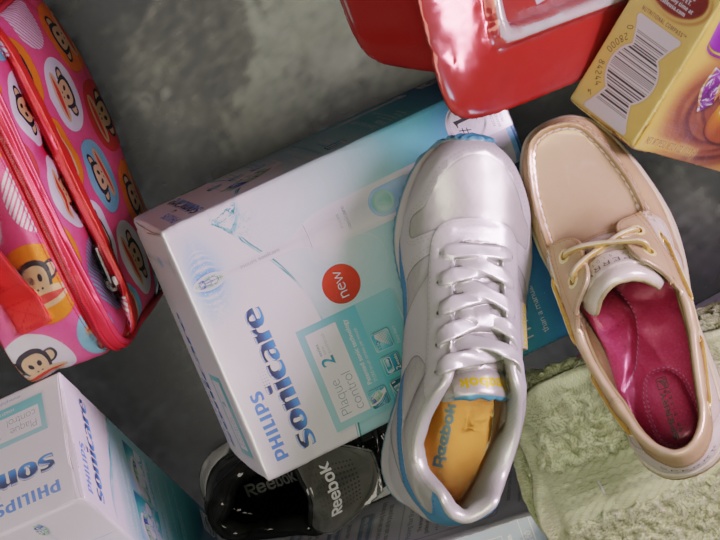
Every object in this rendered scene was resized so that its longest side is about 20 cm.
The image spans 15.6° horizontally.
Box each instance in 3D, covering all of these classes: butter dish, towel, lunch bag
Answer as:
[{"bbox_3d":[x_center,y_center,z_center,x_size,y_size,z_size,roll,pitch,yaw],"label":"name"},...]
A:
[{"bbox_3d":[0.042,-0.187,1.375,0.147,0.200,0.200,-5,103,39],"label":"butter dish"},{"bbox_3d":[0.182,0.094,1.394,0.199,0.036,0.149,-20,102,6],"label":"towel"},{"bbox_3d":[-0.184,-0.045,1.415,0.082,0.176,0.201,-22,103,14],"label":"lunch bag"}]

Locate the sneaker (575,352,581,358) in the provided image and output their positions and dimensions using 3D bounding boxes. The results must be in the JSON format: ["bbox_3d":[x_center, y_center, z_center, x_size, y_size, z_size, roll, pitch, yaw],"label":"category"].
[{"bbox_3d":[0.152,0.135,1.469,0.081,0.088,0.201,-15,102,2],"label":"sneaker"}]

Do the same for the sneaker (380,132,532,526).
[{"bbox_3d":[0.057,0.031,1.340,0.076,0.081,0.201,1,96,-15],"label":"sneaker"}]

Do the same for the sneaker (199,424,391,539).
[{"bbox_3d":[-0.003,0.108,1.480,0.199,0.091,0.067,-21,102,10],"label":"sneaker"}]

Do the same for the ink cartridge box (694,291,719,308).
[{"bbox_3d":[0.257,0.101,1.457,0.175,0.084,0.200,-30,99,13],"label":"ink cartridge box"}]

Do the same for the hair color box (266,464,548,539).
[{"bbox_3d":[0.025,0.170,1.489,0.199,0.099,0.061,-18,104,10],"label":"hair color box"}]

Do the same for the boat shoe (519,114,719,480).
[{"bbox_3d":[0.136,0.009,1.339,0.073,0.069,0.201,-25,80,6],"label":"boat shoe"}]

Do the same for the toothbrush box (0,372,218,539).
[{"bbox_3d":[-0.178,0.160,1.457,0.146,0.086,0.200,-25,145,11],"label":"toothbrush box"}]

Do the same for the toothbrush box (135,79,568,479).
[{"bbox_3d":[0.000,0.000,1.415,0.199,0.085,0.147,-24,101,-11],"label":"toothbrush box"}]

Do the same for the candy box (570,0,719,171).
[{"bbox_3d":[0.207,-0.152,1.379,0.056,0.116,0.201,39,108,34],"label":"candy box"}]
